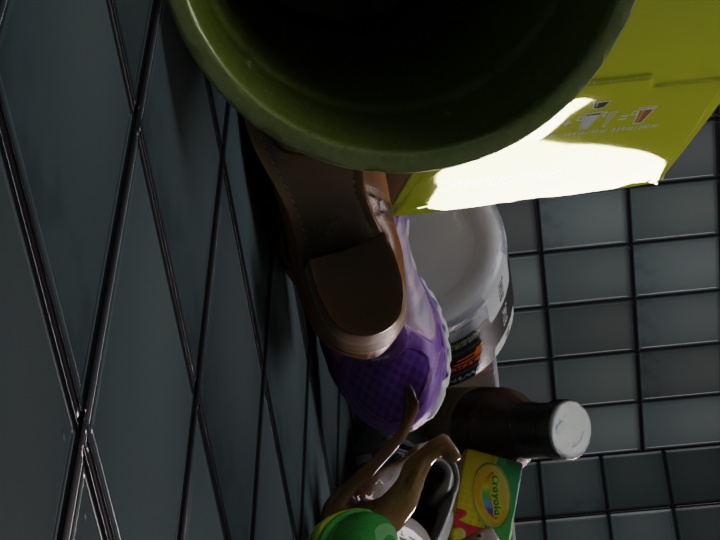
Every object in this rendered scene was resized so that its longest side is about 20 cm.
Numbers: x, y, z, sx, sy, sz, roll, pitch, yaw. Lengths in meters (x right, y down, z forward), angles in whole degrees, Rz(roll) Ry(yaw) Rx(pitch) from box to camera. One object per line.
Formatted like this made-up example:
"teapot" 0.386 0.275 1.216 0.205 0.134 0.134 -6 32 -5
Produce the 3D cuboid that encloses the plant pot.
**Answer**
"plant pot" 0.005 -0.157 0.895 0.190 0.198 0.202 -124 -154 -75

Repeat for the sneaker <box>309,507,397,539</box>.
"sneaker" 0.011 0.179 1.045 0.200 0.083 0.075 -83 166 -73

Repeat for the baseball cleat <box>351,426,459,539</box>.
"baseball cleat" 0.036 0.140 1.356 0.201 0.069 0.107 -89 -158 -56

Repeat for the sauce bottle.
"sauce bottle" 0.082 0.114 1.462 0.199 0.064 0.065 -4 -88 53

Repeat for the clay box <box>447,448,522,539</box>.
"clay box" 0.060 0.235 1.403 0.115 0.047 0.202 119 -16 -64

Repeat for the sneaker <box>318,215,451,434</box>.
"sneaker" 0.000 0.000 1.226 0.088 0.080 0.202 -19 99 -78

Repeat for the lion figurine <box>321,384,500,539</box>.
"lion figurine" 0.020 0.166 1.212 0.201 0.122 0.073 63 -3 -30

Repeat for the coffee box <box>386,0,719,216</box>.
"coffee box" 0.096 -0.172 1.172 0.199 0.198 0.200 68 -31 25

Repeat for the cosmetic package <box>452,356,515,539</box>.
"cosmetic package" 0.063 0.144 1.624 0.090 0.106 0.202 -89 171 -58

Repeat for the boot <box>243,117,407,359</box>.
"boot" -0.022 -0.052 1.080 0.155 0.073 0.202 130 -48 -84

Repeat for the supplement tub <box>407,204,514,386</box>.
"supplement tub" 0.044 0.010 1.427 0.200 0.121 0.124 67 18 -72
